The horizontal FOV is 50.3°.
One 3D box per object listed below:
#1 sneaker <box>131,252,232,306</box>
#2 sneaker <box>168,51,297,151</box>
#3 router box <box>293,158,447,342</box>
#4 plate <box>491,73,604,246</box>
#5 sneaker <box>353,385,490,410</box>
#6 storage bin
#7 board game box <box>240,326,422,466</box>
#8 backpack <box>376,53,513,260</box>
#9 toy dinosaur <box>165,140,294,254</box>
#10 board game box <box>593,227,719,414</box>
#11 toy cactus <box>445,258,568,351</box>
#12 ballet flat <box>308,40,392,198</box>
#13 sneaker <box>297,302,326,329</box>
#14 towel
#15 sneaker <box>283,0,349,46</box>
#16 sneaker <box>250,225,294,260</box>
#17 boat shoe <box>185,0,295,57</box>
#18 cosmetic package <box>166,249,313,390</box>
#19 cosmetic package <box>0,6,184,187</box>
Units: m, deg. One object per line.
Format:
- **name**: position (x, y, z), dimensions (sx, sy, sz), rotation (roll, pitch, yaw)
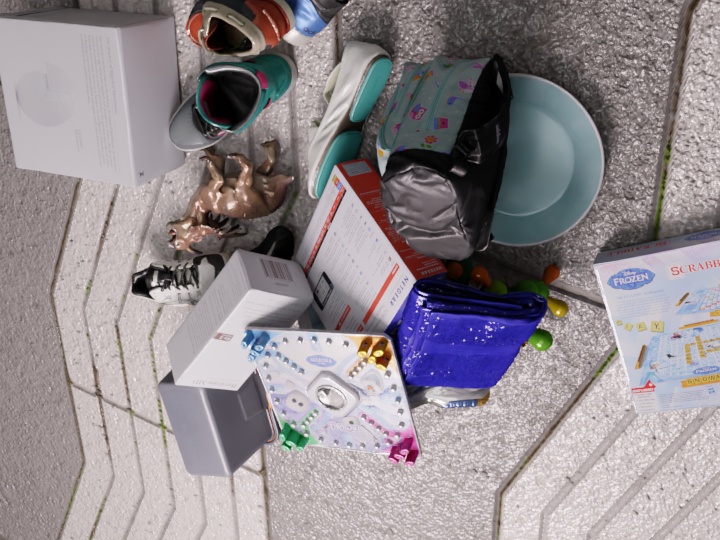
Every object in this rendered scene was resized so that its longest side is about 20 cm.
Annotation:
- **sneaker**: position (-0.250, 0.018, 1.063), dimensions (0.199, 0.087, 0.076), rotation (-14, 75, 47)
- **sneaker**: position (-0.178, -0.197, 0.940), dimensions (0.199, 0.121, 0.084), rotation (-27, 99, 24)
- **router box**: position (0.000, 0.000, 0.933), dimensions (0.180, 0.049, 0.201), rotation (57, 142, 24)
- **plate**: position (0.178, -0.125, 0.881), dimensions (0.198, 0.026, 0.202), rotation (9, 115, 21)
- **sneaker**: position (0.067, 0.138, 1.000), dimensions (0.198, 0.075, 0.089), rotation (-4, 84, -2)
- **storage bin**: position (-0.204, 0.204, 1.136), dimensions (0.144, 0.134, 0.202), rotation (-4, 112, 25)
- **board game box**: position (-0.037, 0.159, 0.951), dimensions (0.198, 0.026, 0.201), rotation (1, 125, 24)
- **backpack**: position (0.089, -0.133, 0.788), dimensions (0.125, 0.201, 0.167), rotation (10, 151, 17)
- **toy dinosaur**: position (-0.160, -0.094, 1.014), dimensions (0.198, 0.086, 0.137), rotation (-2, 111, 20)
- **board game box**: position (0.387, 0.056, 0.859), dimensions (0.198, 0.041, 0.201), rotation (-12, 107, 28)
- **toy cactus**: position (0.149, 0.022, 0.927), dimensions (0.199, 0.103, 0.164), rotation (37, 151, -25)
- **ballet flat**: position (-0.026, -0.185, 0.930), dimensions (0.069, 0.069, 0.201), rotation (31, 117, 8)
- **sneaker**: position (-0.008, 0.100, 1.043), dimensions (0.081, 0.074, 0.201), rotation (-23, 113, 29)
- **towel**: position (0.113, 0.083, 0.869), dimensions (0.146, 0.050, 0.201), rotation (8, 149, -3)
- **sneaker**: position (-0.090, -0.365, 0.859), dimensions (0.111, 0.077, 0.201), rotation (-27, 104, 37)
- **sneaker**: position (-0.165, 0.008, 1.068), dimensions (0.087, 0.076, 0.201), rotation (37, 122, 11)
- **boat shoe**: position (-0.156, -0.281, 0.897), dimensions (0.199, 0.063, 0.071), rotation (17, 147, 47)
- **cosmetic package**: position (-0.160, 0.070, 0.997), dimensions (0.200, 0.101, 0.074), rotation (-51, 46, 29)
- **cosmetic package**: position (-0.351, -0.233, 1.011), dimensions (0.198, 0.123, 0.201), rotation (12, 117, 20)
